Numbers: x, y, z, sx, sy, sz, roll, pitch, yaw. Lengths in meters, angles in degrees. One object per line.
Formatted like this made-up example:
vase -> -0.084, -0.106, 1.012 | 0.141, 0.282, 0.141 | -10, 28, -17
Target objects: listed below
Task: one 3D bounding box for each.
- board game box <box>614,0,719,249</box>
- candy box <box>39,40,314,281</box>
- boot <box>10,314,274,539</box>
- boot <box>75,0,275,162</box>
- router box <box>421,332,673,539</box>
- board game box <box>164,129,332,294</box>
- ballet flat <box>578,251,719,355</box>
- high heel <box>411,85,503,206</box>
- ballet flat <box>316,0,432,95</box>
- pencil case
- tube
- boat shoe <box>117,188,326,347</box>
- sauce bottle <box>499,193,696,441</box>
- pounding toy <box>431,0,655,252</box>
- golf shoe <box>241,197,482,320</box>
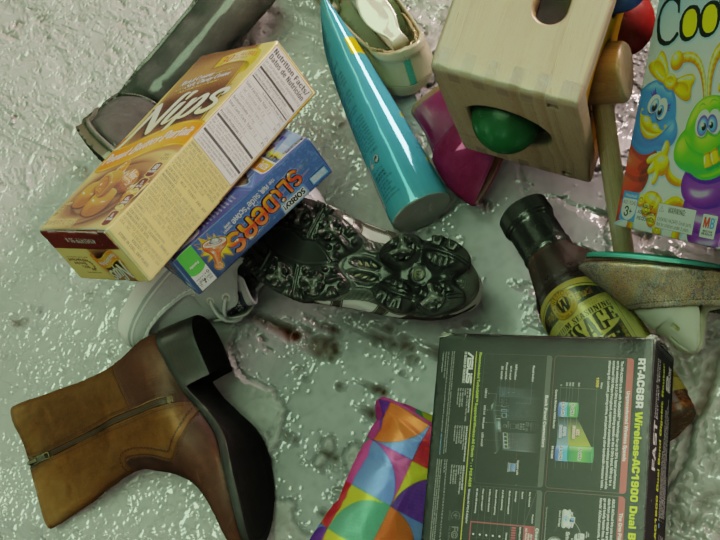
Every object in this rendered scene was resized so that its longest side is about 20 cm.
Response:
board game box -> 0.254, -0.115, 0.885 | 0.103, 0.104, 0.203 | 19, 100, 59
candy box -> -0.136, -0.081, 1.014 | 0.115, 0.055, 0.201 | 2, 48, 53
boot -> -0.177, 0.157, 1.068 | 0.198, 0.068, 0.190 | -28, 81, 19
boot -> -0.146, -0.168, 1.135 | 0.199, 0.073, 0.182 | -40, 27, 2
router box -> 0.121, 0.143, 0.887 | 0.148, 0.062, 0.203 | 0, 76, 25
board game box -> -0.116, -0.062, 1.062 | 0.135, 0.035, 0.200 | -43, 26, -9
ballet flat -> 0.246, 0.025, 0.921 | 0.197, 0.068, 0.068 | 3, 86, 7
high heel -> 0.137, -0.138, 1.041 | 0.199, 0.067, 0.097 | -33, 68, 7
ballet flat -> -0.002, -0.231, 1.130 | 0.069, 0.069, 0.201 | -38, 62, 6
pencil case -> 0.004, 0.192, 0.972 | 0.088, 0.088, 0.202 | 26, 83, 27
tube -> 0.007, -0.127, 1.091 | 0.050, 0.078, 0.202 | -20, 67, -14
boat shoe -> -0.106, 0.004, 1.095 | 0.199, 0.072, 0.069 | -39, 62, -4
sauce bottle -> 0.162, 0.035, 0.972 | 0.066, 0.066, 0.201 | -35, 62, 8
pounding toy -> 0.144, -0.138, 0.932 | 0.141, 0.184, 0.202 | 17, 80, 16
golf shoe -> 0.000, 0.000, 1.033 | 0.198, 0.094, 0.079 | 18, 86, 25
